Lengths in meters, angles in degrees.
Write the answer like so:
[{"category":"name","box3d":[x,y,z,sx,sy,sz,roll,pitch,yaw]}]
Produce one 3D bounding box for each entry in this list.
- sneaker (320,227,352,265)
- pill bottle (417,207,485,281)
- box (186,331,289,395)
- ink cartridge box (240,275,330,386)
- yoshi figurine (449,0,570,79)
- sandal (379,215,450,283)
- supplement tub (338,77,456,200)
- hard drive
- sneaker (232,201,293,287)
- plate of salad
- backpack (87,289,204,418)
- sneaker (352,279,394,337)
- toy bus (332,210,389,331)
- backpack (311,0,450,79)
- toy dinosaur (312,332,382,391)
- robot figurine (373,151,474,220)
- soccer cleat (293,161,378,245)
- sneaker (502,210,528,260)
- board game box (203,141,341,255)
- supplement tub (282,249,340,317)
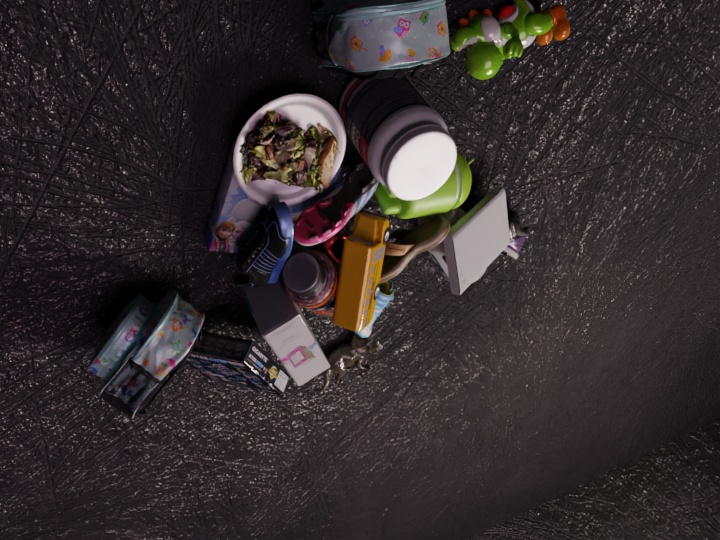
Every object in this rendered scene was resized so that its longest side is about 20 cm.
[{"category":"sneaker","box3d":[-0.024,-0.029,1.302,0.077,0.086,0.199,-40,139,13]},{"category":"pill bottle","box3d":[0.190,-0.063,1.379,0.110,0.112,0.200,-35,140,5]},{"category":"box","box3d":[-0.258,0.179,1.301,0.195,0.047,0.160,6,150,29]},{"category":"ink cartridge box","box3d":[-0.148,0.114,1.321,0.083,0.146,0.202,-29,140,-6]},{"category":"yoshi figurine","box3d":[0.246,-0.376,1.108,0.195,0.114,0.114,-16,145,-13]},{"category":"sandal","box3d":[0.079,-0.050,1.260,0.198,0.081,0.054,-34,126,17]},{"category":"supplement tub","box3d":[0.057,-0.224,1.066,0.137,0.202,0.143,-16,138,-15]},{"category":"hard drive","box3d":[0.237,-0.062,1.327,0.199,0.026,0.135,-40,130,-36]},{"category":"sneaker","box3d":[-0.171,-0.036,1.139,0.076,0.071,0.202,-12,147,-29]},{"category":"plate of salad","box3d":[-0.108,-0.183,1.063,0.195,0.048,0.204,-18,136,-18]},{"category":"backpack","box3d":[-0.372,0.130,1.173,0.199,0.178,0.151,-41,109,12]},{"category":"sneaker","box3d":[0.021,0.069,1.399,0.132,0.079,0.200,-55,-178,-1]},{"category":"toy bus","box3d":[0.000,0.000,1.213,0.078,0.064,0.206,-29,132,-62]},{"category":"backpack","box3d":[0.032,-0.348,0.928,0.171,0.201,0.157,-13,121,-17]},{"category":"toy dinosaur","box3d":[-0.037,0.209,1.558,0.196,0.078,0.103,-27,128,3]},{"category":"robot figurine","box3d":[0.122,-0.163,1.233,0.195,0.117,0.178,-12,143,-21]},{"category":"soccer cleat","box3d":[-0.039,-0.104,1.166,0.200,0.070,0.087,-44,167,-18]},{"category":"sneaker","box3d":[0.303,-0.104,1.458,0.198,0.075,0.089,30,93,-46]},{"category":"board game box","box3d":[-0.156,-0.118,1.163,0.196,0.044,0.202,1,129,-34]},{"category":"supplement tub","box3d":[-0.083,0.023,1.254,0.106,0.108,0.200,-34,162,5]}]
